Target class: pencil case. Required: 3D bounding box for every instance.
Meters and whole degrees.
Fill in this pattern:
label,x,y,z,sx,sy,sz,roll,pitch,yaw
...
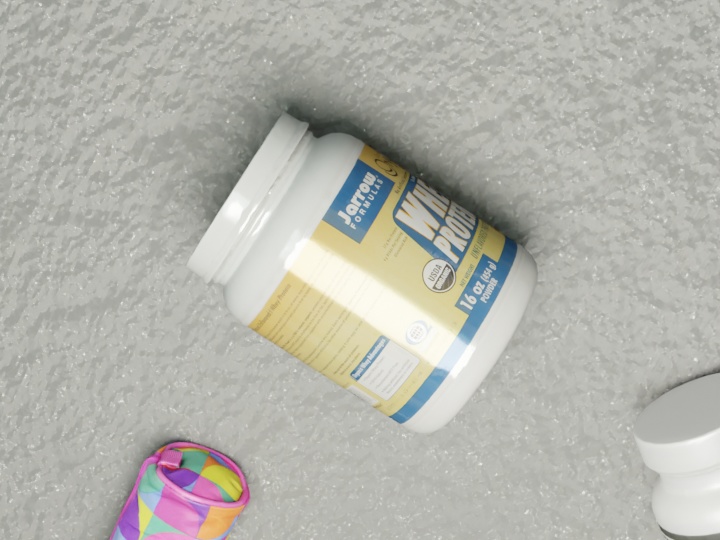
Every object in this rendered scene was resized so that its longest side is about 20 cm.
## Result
label,x,y,z,sx,sy,sz,roll,pitch,yaw
pencil case,-0.157,0.222,1.278,0.088,0.088,0.200,29,109,-3

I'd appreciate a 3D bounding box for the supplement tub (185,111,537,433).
label,x,y,z,sx,sy,sz,roll,pitch,yaw
supplement tub,0.000,0.000,1.144,0.200,0.145,0.145,33,110,-5

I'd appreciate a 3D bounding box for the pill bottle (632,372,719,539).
label,x,y,z,sx,sy,sz,roll,pitch,yaw
pill bottle,0.270,0.178,1.187,0.116,0.116,0.200,-22,105,14
